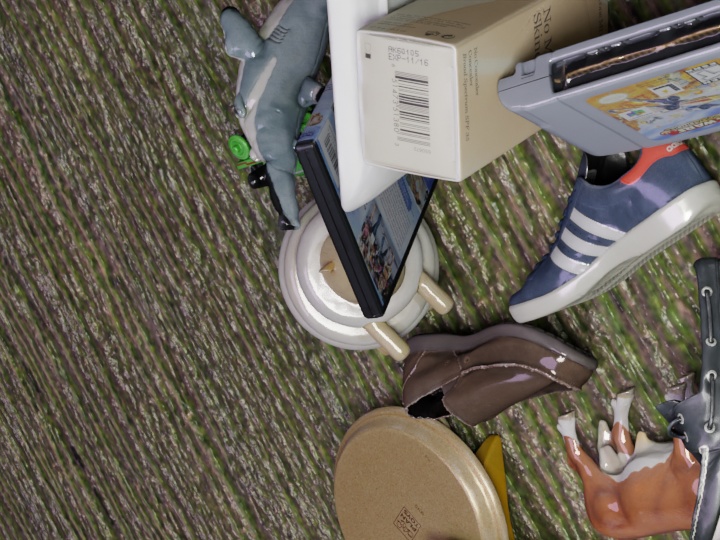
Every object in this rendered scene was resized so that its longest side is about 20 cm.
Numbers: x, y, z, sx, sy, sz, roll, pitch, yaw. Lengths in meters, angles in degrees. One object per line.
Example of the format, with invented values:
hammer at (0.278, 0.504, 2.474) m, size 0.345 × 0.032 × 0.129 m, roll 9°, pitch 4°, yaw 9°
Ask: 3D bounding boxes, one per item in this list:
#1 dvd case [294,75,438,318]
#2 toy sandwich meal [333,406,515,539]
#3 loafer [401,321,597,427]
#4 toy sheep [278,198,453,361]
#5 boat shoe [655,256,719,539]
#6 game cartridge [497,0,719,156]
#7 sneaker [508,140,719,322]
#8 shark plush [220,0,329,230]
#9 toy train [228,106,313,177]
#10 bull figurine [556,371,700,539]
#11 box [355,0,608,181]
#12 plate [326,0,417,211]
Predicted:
dvd case at (0.010, -0.081, 1.358) m, size 0.017 × 0.201 × 0.144 m, roll -9°, pitch 122°, yaw 23°
toy sandwich meal at (0.061, 0.200, 1.564) m, size 0.204 × 0.070 × 0.207 m, roll 19°, pitch 119°, yaw 38°
loafer at (0.102, 0.087, 1.444) m, size 0.199 × 0.073 × 0.072 m, roll -10°, pitch 60°, yaw 56°
toy sheep at (0.000, 0.000, 1.474) m, size 0.139 × 0.137 × 0.200 m, roll 64°, pitch 171°, yaw -1°
boat shoe at (0.229, 0.086, 1.265) m, size 0.065 × 0.074 × 0.202 m, roll 10°, pitch 90°, yaw 11°
game cartridge at (0.202, -0.120, 1.191) m, size 0.198 × 0.133 × 0.042 m, roll -15°, pitch 66°, yaw 32°
sneaker at (0.165, -0.035, 1.337) m, size 0.200 × 0.075 × 0.085 m, roll -38°, pitch 77°, yaw 41°
shark plush at (-0.059, -0.132, 1.452) m, size 0.083 × 0.202 × 0.091 m, roll -13°, pitch 143°, yaw 30°
toy train at (-0.032, -0.106, 1.525) m, size 0.199 × 0.042 × 0.057 m, roll -13°, pitch 110°, yaw 48°
bull figurine at (0.228, 0.140, 1.361) m, size 0.199 × 0.065 × 0.123 m, roll -21°, pitch 90°, yaw 47°
box at (0.084, -0.139, 1.260) m, size 0.077 × 0.200 × 0.096 m, roll 13°, pitch 120°, yaw 32°
plate at (0.045, -0.163, 1.298) m, size 0.032 × 0.200 × 0.202 m, roll 10°, pitch 117°, yaw 31°
